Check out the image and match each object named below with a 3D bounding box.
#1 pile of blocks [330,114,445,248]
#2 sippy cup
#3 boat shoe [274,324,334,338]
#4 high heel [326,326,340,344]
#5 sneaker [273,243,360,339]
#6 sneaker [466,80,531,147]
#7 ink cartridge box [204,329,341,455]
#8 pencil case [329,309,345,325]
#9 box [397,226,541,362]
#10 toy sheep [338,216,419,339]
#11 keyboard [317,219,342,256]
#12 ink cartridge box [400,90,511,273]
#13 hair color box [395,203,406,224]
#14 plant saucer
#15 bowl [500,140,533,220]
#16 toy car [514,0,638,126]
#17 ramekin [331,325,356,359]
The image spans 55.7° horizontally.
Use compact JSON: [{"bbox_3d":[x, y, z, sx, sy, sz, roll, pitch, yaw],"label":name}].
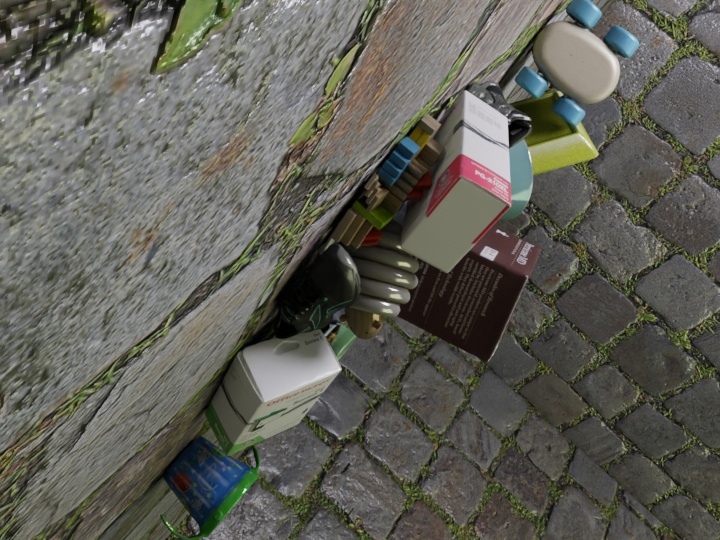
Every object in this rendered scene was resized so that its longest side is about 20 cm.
[{"bbox_3d":[0.047,-0.103,0.863,0.201,0.062,0.082,-53,175,2],"label":"pile of blocks"},{"bbox_3d":[-0.270,0.372,1.203,0.140,0.130,0.178,-51,175,28],"label":"sippy cup"},{"bbox_3d":[-0.061,0.076,1.137,0.201,0.070,0.071,-45,-164,-15],"label":"boat shoe"},{"bbox_3d":[-0.042,0.056,1.208,0.143,0.071,0.201,-50,-170,40],"label":"high heel"},{"bbox_3d":[-0.061,0.039,0.896,0.079,0.076,0.201,-26,162,-32],"label":"sneaker"},{"bbox_3d":[0.215,-0.242,1.084,0.076,0.114,0.199,-49,178,22],"label":"sneaker"},{"bbox_3d":[-0.135,0.182,1.031,0.145,0.085,0.201,-18,156,-36],"label":"ink cartridge box"},{"bbox_3d":[0.000,0.000,1.103,0.090,0.084,0.200,-4,-150,40],"label":"pencil case"},{"bbox_3d":[0.173,0.013,1.144,0.166,0.198,0.166,-39,151,-62],"label":"box"},{"bbox_3d":[0.023,-0.003,0.962,0.138,0.135,0.204,46,54,-85],"label":"toy sheep"},{"bbox_3d":[-0.022,-0.050,0.983,0.056,0.011,0.200,-51,175,9],"label":"keyboard"},{"bbox_3d":[0.131,-0.124,0.932,0.145,0.083,0.202,-50,-160,42],"label":"ink cartridge box"},{"bbox_3d":[0.078,-0.058,1.219,0.099,0.060,0.202,-48,159,-47],"label":"hair color box"},{"bbox_3d":[0.349,-0.283,1.369,0.197,0.202,0.048,-15,140,4],"label":"plant saucer"},{"bbox_3d":[0.225,-0.186,1.307,0.104,0.203,0.201,-15,159,-24],"label":"bowl"},{"bbox_3d":[0.408,-0.411,1.333,0.185,0.176,0.200,-54,-174,19],"label":"toy car"},{"bbox_3d":[-0.105,0.180,1.436,0.201,0.097,0.200,-49,175,-6],"label":"ramekin"}]
